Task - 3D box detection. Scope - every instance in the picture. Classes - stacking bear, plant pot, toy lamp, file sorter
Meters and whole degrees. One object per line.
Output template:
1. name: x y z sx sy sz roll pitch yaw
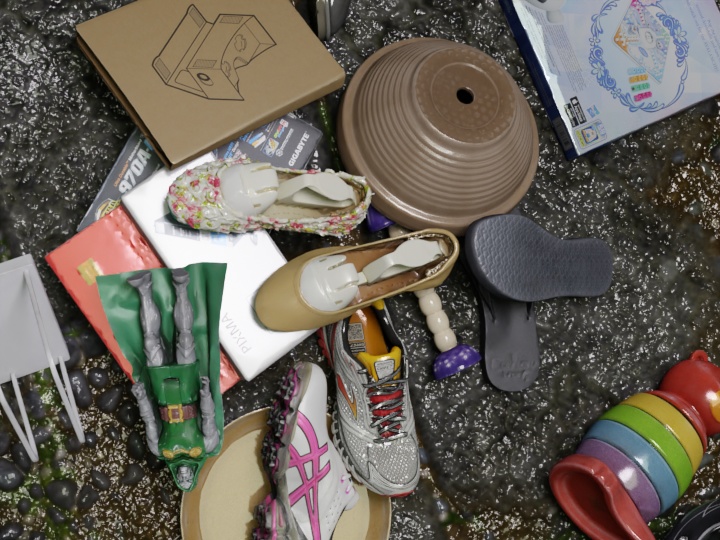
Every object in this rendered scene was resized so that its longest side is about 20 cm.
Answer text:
1. stacking bear: 0.284 0.164 1.294 0.200 0.113 0.122 -40 106 -21
2. plant pot: -0.070 0.228 1.269 0.197 0.027 0.203 1 86 -9
3. toy lamp: 0.055 0.002 1.292 0.058 0.058 0.202 -25 91 -10
4. file sorter: -0.347 0.104 1.152 0.198 0.140 0.125 -19 53 -11
5. plant pot: 0.082 -0.141 1.261 0.198 0.093 0.203 5 68 -13

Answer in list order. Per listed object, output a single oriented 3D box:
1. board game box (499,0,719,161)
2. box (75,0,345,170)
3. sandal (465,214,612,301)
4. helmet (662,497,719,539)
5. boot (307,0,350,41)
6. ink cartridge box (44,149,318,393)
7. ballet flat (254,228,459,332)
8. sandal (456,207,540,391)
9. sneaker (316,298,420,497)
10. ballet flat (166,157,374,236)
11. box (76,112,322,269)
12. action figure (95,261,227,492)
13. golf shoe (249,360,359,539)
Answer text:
1. board game box: 0.258 -0.241 1.351 0.197 0.043 0.202 -23 90 -9
2. box: -0.135 -0.195 1.240 0.199 0.021 0.164 -29 72 -28
3. sandal: 0.164 -0.005 1.279 0.199 0.043 0.077 12 81 -44
4. helmet: 0.365 0.299 1.254 0.189 0.199 0.203 -6 86 31
5. boot: 0.049 -0.306 1.306 0.197 0.073 0.184 3 85 -10
6. ink cartridge box: -0.156 0.016 1.215 0.175 0.045 0.201 -36 94 -12
7. ballet flat: 0.000 0.000 1.205 0.198 0.063 0.069 -19 80 -24
8. sandal: 0.141 0.016 1.312 0.075 0.043 0.203 -12 88 -10
9. sneaker: 0.009 0.110 1.245 0.077 0.082 0.202 -13 79 -21
10. ballet flat: -0.073 -0.071 1.194 0.198 0.064 0.077 -1 71 -36
11. box: -0.149 -0.081 1.267 0.158 0.046 0.202 29 82 -7
12. action figure: -0.162 0.099 1.186 0.117 0.055 0.203 -5 104 7
13. golf shoe: -0.046 0.183 1.230 0.091 0.073 0.203 6 95 -15
